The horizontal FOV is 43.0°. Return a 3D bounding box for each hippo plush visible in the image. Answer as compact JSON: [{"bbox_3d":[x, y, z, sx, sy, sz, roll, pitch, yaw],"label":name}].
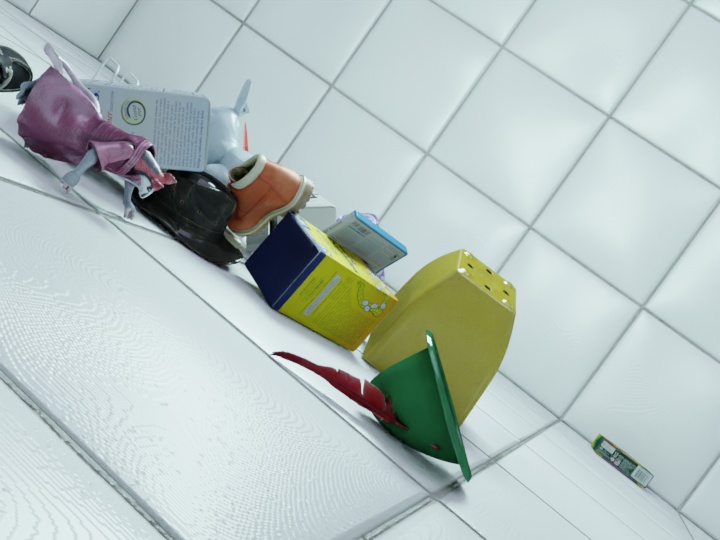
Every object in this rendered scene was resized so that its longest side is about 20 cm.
[{"bbox_3d":[-0.228,-0.172,1.499,0.162,0.199,0.160,55,-22,14],"label":"hippo plush"}]

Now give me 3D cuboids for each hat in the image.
[{"bbox_3d":[-0.235,-0.099,1.321,0.200,0.081,0.201,37,10,-7],"label":"hat"},{"bbox_3d":[0.018,0.165,1.052,0.166,0.174,0.203,23,51,-84],"label":"hat"}]

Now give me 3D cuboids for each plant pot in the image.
[{"bbox_3d":[0.148,0.086,1.475,0.193,0.201,0.196,36,23,-4],"label":"plant pot"}]

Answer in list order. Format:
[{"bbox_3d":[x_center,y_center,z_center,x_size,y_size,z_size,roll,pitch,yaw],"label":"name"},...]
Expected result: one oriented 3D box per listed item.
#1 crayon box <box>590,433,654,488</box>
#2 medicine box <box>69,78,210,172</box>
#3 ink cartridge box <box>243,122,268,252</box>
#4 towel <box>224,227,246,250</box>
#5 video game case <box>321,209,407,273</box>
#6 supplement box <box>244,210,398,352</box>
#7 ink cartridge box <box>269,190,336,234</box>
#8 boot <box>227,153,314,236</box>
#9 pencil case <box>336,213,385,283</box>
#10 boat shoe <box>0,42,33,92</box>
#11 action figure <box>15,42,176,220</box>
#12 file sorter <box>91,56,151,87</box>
[{"bbox_3d":[0.879,0.638,3.080,0.199,0.059,0.172,37,3,10],"label":"crayon box"},{"bbox_3d":[-0.317,-0.209,1.297,0.197,0.104,0.182,4,12,-12],"label":"medicine box"},{"bbox_3d":[-0.189,-0.155,1.671,0.044,0.178,0.201,-1,28,-5],"label":"ink cartridge box"},{"bbox_3d":[-0.271,-0.095,1.470,0.199,0.035,0.133,36,3,-20],"label":"towel"},{"bbox_3d":[-0.042,-0.013,1.464,0.143,0.199,0.018,32,36,-45],"label":"video game case"},{"bbox_3d":[-0.056,0.019,1.365,0.199,0.110,0.109,33,13,-46],"label":"supplement box"},{"bbox_3d":[-0.105,-0.059,1.610,0.083,0.147,0.200,-2,14,-15],"label":"ink cartridge box"},{"bbox_3d":[-0.167,-0.117,1.376,0.107,0.076,0.199,29,-31,-29],"label":"boot"},{"bbox_3d":[0.000,0.000,1.604,0.084,0.203,0.084,2,19,21],"label":"pencil case"},{"bbox_3d":[-0.490,-0.263,1.187,0.060,0.074,0.200,37,6,17],"label":"boat shoe"},{"bbox_3d":[-0.301,-0.151,1.082,0.198,0.151,0.134,23,-4,6],"label":"action figure"},{"bbox_3d":[-0.448,-0.310,1.825,0.199,0.125,0.139,35,4,-33],"label":"file sorter"}]
